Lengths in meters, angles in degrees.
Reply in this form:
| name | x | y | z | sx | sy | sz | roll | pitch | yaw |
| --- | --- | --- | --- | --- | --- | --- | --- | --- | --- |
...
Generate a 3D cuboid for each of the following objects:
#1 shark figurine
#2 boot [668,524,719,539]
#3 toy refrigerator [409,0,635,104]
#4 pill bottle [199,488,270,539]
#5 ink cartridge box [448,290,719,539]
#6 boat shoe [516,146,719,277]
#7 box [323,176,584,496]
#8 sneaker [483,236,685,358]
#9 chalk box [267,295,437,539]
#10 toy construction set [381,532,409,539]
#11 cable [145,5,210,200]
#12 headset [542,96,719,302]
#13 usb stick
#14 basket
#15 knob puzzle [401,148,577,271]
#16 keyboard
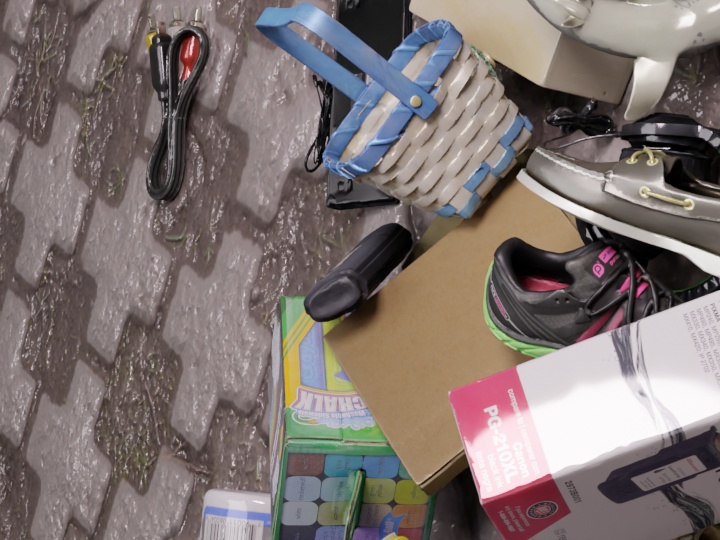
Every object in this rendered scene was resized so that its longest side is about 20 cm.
| name | x | y | z | sx | sy | sz | roll | pitch | yaw |
| --- | --- | --- | --- | --- | --- | --- | --- | --- | --- |
| shark figurine | 0.162 | -0.186 | 1.360 | 0.128 | 0.214 | 0.090 | -64 | -4 | 8 |
| boot | 0.182 | 0.174 | 1.319 | 0.155 | 0.072 | 0.200 | -23 | 69 | 54 |
| toy refrigerator | 0.123 | -0.189 | 1.499 | 0.200 | 0.076 | 0.070 | 40 | 115 | 53 |
| pill bottle | -0.087 | 0.289 | 1.663 | 0.114 | 0.114 | 0.200 | -1 | 81 | 57 |
| ink cartridge box | 0.173 | 0.102 | 1.203 | 0.200 | 0.145 | 0.084 | -21 | 57 | 8 |
| boat shoe | 0.199 | -0.045 | 1.275 | 0.202 | 0.072 | 0.060 | 23 | 105 | 22 |
| box | 0.085 | 0.041 | 1.414 | 0.200 | 0.021 | 0.164 | -40 | 49 | 7 |
| sneaker | 0.168 | 0.026 | 1.297 | 0.200 | 0.077 | 0.084 | 11 | 130 | 26 |
| chalk box | -0.004 | 0.131 | 1.496 | 0.200 | 0.124 | 0.124 | -95 | 11 | -46 |
| toy construction set | 0.063 | 0.274 | 1.316 | 0.092 | 0.131 | 0.200 | -11 | 78 | 49 |
| cable | -0.181 | -0.173 | 2.015 | 0.097 | 0.050 | 0.200 | -3 | 91 | 40 |
| headset | 0.204 | -0.057 | 1.367 | 0.200 | 0.094 | 0.124 | 42 | 113 | 36 |
| usb stick | 0.000 | 0.000 | 1.521 | 0.055 | 0.200 | 0.033 | -27 | 96 | 16 |
| basket | 0.017 | -0.132 | 1.470 | 0.139 | 0.200 | 0.176 | -58 | 16 | -1 |
| knob puzzle | 0.119 | -0.005 | 1.497 | 0.220 | 0.030 | 0.220 | -19 | 67 | 52 |
| keyboard | 0.005 | -0.151 | 1.721 | 0.104 | 0.040 | 0.200 | -3 | 78 | 33 |
